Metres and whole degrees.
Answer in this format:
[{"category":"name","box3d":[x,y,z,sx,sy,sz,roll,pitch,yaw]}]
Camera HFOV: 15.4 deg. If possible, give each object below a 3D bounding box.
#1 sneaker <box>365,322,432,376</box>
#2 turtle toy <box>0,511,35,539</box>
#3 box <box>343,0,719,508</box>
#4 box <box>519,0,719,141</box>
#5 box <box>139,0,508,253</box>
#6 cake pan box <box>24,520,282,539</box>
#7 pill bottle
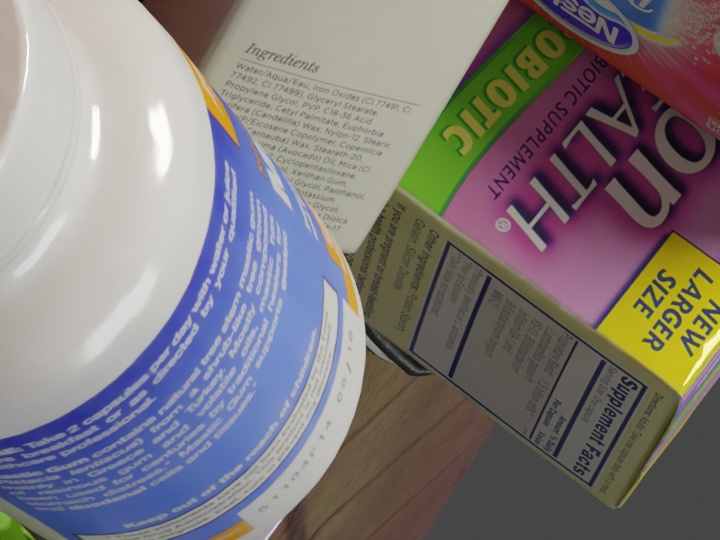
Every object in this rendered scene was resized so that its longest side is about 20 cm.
[{"category":"sneaker","box3d":[0.000,0.000,1.031,0.076,0.115,0.200,-55,171,8]},{"category":"turtle toy","box3d":[-0.151,0.118,0.687,0.199,0.147,0.101,-12,162,-43]},{"category":"box","box3d":[0.063,-0.060,0.869,0.176,0.200,0.097,-48,170,-24]},{"category":"box","box3d":[0.096,-0.125,0.795,0.100,0.199,0.096,-49,167,-26]},{"category":"box","box3d":[0.002,-0.105,0.715,0.082,0.069,0.201,13,123,-33]},{"category":"cake pan box","box3d":[-0.117,0.117,0.850,0.200,0.052,0.184,-53,-164,-11]},{"category":"pill bottle","box3d":[-0.075,-0.006,0.607,0.112,0.112,0.200,-52,157,-6]}]
